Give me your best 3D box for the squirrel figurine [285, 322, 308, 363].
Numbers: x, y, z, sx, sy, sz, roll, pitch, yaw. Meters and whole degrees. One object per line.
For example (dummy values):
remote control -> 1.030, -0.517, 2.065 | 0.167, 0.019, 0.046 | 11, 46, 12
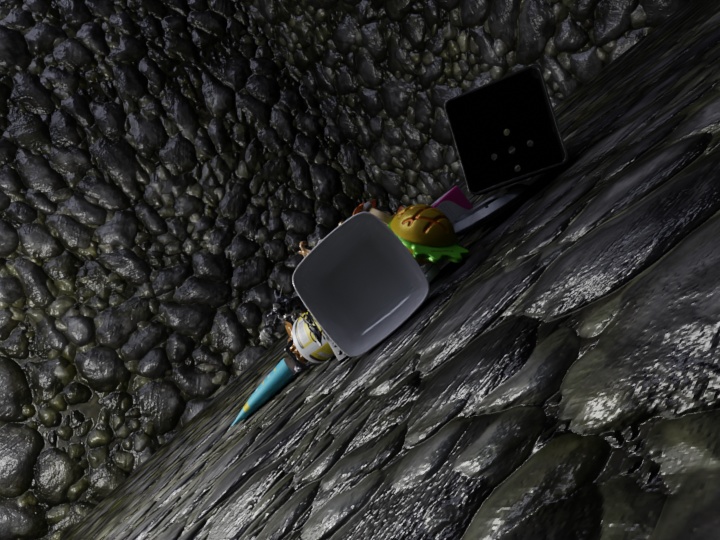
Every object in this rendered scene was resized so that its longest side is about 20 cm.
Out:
squirrel figurine -> -0.092, 0.133, 1.510 | 0.184, 0.143, 0.201 | -28, 21, 20

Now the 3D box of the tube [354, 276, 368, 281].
tube -> 0.020, -0.014, 1.203 | 0.050, 0.077, 0.201 | -45, 13, 30

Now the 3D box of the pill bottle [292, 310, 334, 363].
pill bottle -> -0.044, 0.101, 1.251 | 0.199, 0.112, 0.111 | -37, 4, 36

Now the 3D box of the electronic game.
electronic game -> 0.265, -0.121, 1.261 | 0.198, 0.042, 0.200 | -33, 3, 2

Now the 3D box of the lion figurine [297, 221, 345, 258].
lion figurine -> -0.055, -0.037, 1.435 | 0.197, 0.125, 0.072 | -27, -20, 21

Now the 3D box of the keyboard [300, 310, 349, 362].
keyboard -> -0.072, 0.093, 1.172 | 0.039, 0.201, 0.105 | 17, -63, -41

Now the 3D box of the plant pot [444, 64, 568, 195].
plant pot -> 0.308, -0.268, 1.257 | 0.196, 0.204, 0.177 | -18, -9, 19

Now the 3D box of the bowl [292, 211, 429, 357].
bowl -> 0.004, 0.023, 1.062 | 0.199, 0.201, 0.075 | -40, -8, 5

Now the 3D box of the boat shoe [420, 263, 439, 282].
boat shoe -> 0.073, 0.031, 1.227 | 0.199, 0.067, 0.074 | -38, 4, 38

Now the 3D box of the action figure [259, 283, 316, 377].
action figure -> -0.159, 0.129, 1.371 | 0.118, 0.203, 0.102 | -29, -10, 18

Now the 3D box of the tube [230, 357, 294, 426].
tube -> -0.235, 0.299, 1.464 | 0.200, 0.050, 0.077 | -46, -5, 6

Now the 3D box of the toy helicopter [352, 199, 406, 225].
toy helicopter -> 0.046, -0.112, 1.333 | 0.200, 0.130, 0.080 | -121, 55, -84

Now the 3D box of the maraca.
maraca -> 0.128, -0.061, 1.160 | 0.134, 0.109, 0.201 | -5, 28, -17

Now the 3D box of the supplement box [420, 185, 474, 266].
supplement box -> 0.172, -0.090, 1.417 | 0.199, 0.102, 0.103 | -40, 3, -11
